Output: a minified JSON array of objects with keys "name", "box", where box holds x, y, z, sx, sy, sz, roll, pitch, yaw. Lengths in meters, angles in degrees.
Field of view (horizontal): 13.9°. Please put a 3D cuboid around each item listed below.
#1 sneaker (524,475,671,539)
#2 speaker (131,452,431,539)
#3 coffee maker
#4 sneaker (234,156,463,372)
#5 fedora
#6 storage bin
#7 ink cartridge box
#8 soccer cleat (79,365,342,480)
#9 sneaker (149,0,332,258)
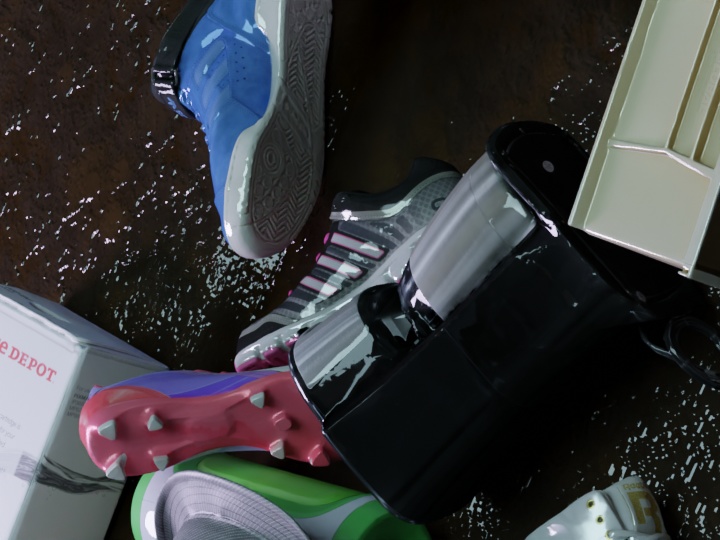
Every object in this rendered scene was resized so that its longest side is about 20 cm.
[{"name":"sneaker","box":[0.161,0.161,1.584,0.199,0.073,0.116,-22,66,40]},{"name":"speaker","box":[-0.049,0.161,1.784,0.199,0.088,0.089,11,85,46]},{"name":"coffee maker","box":[0.079,0.049,1.655,0.200,0.134,0.193,-47,54,26]},{"name":"sneaker","box":[0.000,0.000,1.800,0.200,0.074,0.088,-35,52,29]},{"name":"fedora","box":[-0.073,0.221,1.707,0.176,0.201,0.090,19,52,39]},{"name":"storage bin","box":[0.229,-0.078,1.503,0.093,0.199,0.200,20,92,48]},{"name":"ink cartridge box","box":[-0.229,0.124,1.977,0.145,0.085,0.201,26,97,46]},{"name":"soccer cleat","box":[-0.071,0.081,1.791,0.077,0.199,0.067,-104,7,-62]},{"name":"sneaker","box":[-0.085,-0.097,1.906,0.111,0.077,0.201,-9,67,37]}]
